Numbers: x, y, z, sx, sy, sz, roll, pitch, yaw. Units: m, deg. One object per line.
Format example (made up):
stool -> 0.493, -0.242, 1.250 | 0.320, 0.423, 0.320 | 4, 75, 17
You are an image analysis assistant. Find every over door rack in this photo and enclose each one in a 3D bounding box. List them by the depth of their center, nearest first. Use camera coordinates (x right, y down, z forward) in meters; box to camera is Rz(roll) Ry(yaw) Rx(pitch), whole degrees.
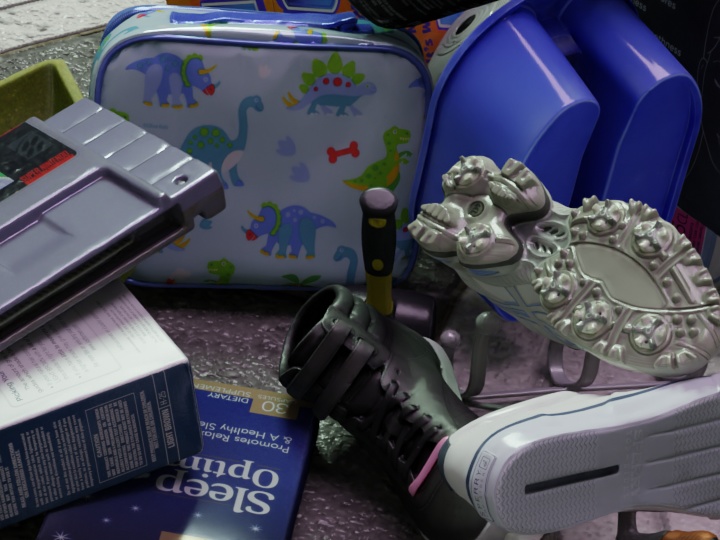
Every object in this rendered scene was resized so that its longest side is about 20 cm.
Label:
over door rack -> 0.140, 0.055, 1.443 | 0.147, 0.067, 0.200 | -4, 12, -16

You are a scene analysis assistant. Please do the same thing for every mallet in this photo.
mallet -> 0.000, 0.000, 1.458 | 0.066, 0.200, 0.041 | 3, 68, 9

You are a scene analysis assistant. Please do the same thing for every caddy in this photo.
caddy -> 0.103, -0.070, 1.518 | 0.141, 0.200, 0.105 | -16, 47, -29

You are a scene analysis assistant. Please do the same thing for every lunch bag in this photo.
lunch bag -> -0.058, -0.072, 1.559 | 0.199, 0.161, 0.082 | 1, 19, -6

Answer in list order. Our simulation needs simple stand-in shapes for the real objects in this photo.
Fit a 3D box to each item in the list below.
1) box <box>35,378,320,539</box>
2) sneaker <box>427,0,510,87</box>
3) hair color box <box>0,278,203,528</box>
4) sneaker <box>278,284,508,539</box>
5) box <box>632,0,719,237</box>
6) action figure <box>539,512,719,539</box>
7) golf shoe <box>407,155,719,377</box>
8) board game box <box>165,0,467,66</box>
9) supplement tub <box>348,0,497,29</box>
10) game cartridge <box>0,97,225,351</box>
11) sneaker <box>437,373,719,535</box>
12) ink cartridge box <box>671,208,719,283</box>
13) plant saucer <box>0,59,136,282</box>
box -> -0.093, 0.120, 1.374 | 0.121, 0.032, 0.200 | 9, 33, 2
sneaker -> 0.128, -0.139, 1.648 | 0.073, 0.112, 0.200 | -16, 31, 54
hair color box -> -0.190, 0.078, 1.352 | 0.200, 0.061, 0.100 | -19, 33, -19
sneaker -> 0.013, 0.077, 1.396 | 0.099, 0.071, 0.200 | 29, 16, -28
box -> 0.239, -0.134, 1.554 | 0.124, 0.197, 0.200 | -16, 41, -33
action figure -> 0.196, 0.176, 1.326 | 0.193, 0.105, 0.200 | 30, 8, 21
golf shoe -> 0.119, 0.009, 1.369 | 0.078, 0.097, 0.200 | -49, 45, -7
board game box -> 0.007, -0.221, 1.727 | 0.200, 0.200, 0.200 | 9, 26, 42
supplement tub -> 0.083, -0.214, 1.495 | 0.200, 0.123, 0.123 | -15, 22, 27
game cartridge -> -0.185, -0.017, 1.395 | 0.200, 0.038, 0.130 | -34, 44, -26
sneaker -> 0.130, 0.080, 1.304 | 0.200, 0.073, 0.071 | -3, 17, -29
ink cartridge box -> 0.183, -0.083, 1.712 | 0.200, 0.076, 0.136 | 33, 40, 31
plant saucer -> -0.221, -0.012, 1.489 | 0.200, 0.048, 0.200 | -27, 39, -5
